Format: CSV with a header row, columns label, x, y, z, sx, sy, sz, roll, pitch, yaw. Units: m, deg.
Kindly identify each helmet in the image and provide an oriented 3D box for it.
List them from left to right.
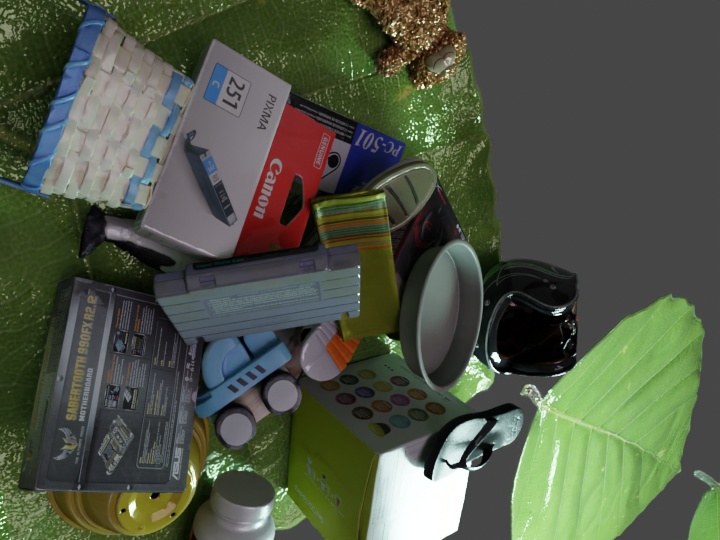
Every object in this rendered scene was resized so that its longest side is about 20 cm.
label,x,y,z,sx,sy,sz,roll,pitch,yaw
helmet,0.263,0.075,1.017,0.200,0.187,0.205,1,90,-71

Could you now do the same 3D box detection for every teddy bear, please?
label,x,y,z,sx,sy,sz,roll,pitch,yaw
teddy bear,0.068,-0.313,0.765,0.144,0.066,0.202,-39,129,-17

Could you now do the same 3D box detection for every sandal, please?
label,x,y,z,sx,sy,sz,roll,pitch,yaw
sandal,-0.031,0.069,0.832,0.207,0.058,0.080,-49,129,-43
sandal,0.163,0.229,0.825,0.198,0.043,0.078,-14,117,-37

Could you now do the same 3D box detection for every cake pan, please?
label,x,y,z,sx,sy,sz,roll,pitch,yaw
cake pan,0.110,0.058,0.819,0.199,0.036,0.205,-15,108,-54

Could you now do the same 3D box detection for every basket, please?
label,x,y,z,sx,sy,sz,roll,pitch,yaw
basket,-0.258,-0.144,0.514,0.198,0.139,0.179,25,91,-34

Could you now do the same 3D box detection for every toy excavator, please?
label,x,y,z,sx,sy,sz,roll,pitch,yaw
toy excavator,-0.139,0.075,0.729,0.193,0.100,0.202,-34,101,-12

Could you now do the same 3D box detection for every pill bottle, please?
label,x,y,z,sx,sy,sz,roll,pitch,yaw
pill bottle,-0.180,0.383,0.826,0.112,0.112,0.204,7,103,-41

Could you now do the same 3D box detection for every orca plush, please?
label,x,y,z,sx,sy,sz,roll,pitch,yaw
orca plush,-0.198,0.001,0.657,0.197,0.106,0.072,8,123,-35

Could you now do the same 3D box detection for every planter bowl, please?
label,x,y,z,sx,sy,sz,roll,pitch,yaw
planter bowl,-0.255,0.245,0.722,0.198,0.083,0.204,-18,119,-35

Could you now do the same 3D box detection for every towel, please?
label,x,y,z,sx,sy,sz,roll,pitch,yaw
towel,0.000,0.000,0.728,0.084,0.018,0.203,-8,123,5

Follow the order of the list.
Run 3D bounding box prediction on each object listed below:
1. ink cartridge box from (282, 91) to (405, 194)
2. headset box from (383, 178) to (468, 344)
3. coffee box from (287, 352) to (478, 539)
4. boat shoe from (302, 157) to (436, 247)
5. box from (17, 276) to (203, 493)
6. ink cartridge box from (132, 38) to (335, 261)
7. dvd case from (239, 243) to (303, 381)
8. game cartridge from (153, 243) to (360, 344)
label,x,y,z,sx,sy,sz,roll,pitch,yaw
ink cartridge box,-0.037,-0.147,0.763,0.198,0.044,0.096,12,103,-43
headset box,0.068,-0.007,0.851,0.149,0.074,0.202,55,52,-40
coffee box,0.025,0.271,0.891,0.195,0.199,0.204,-8,114,-37
boat shoe,0.002,-0.073,0.756,0.199,0.069,0.075,-39,126,1
box,-0.249,0.125,0.638,0.157,0.048,0.204,19,66,-43
ink cartridge box,-0.113,-0.100,0.630,0.174,0.044,0.204,24,75,-30
dvd case,-0.101,0.066,0.819,0.142,0.017,0.203,28,89,-43
game cartridge,-0.097,0.025,0.627,0.196,0.039,0.130,-9,149,-6
